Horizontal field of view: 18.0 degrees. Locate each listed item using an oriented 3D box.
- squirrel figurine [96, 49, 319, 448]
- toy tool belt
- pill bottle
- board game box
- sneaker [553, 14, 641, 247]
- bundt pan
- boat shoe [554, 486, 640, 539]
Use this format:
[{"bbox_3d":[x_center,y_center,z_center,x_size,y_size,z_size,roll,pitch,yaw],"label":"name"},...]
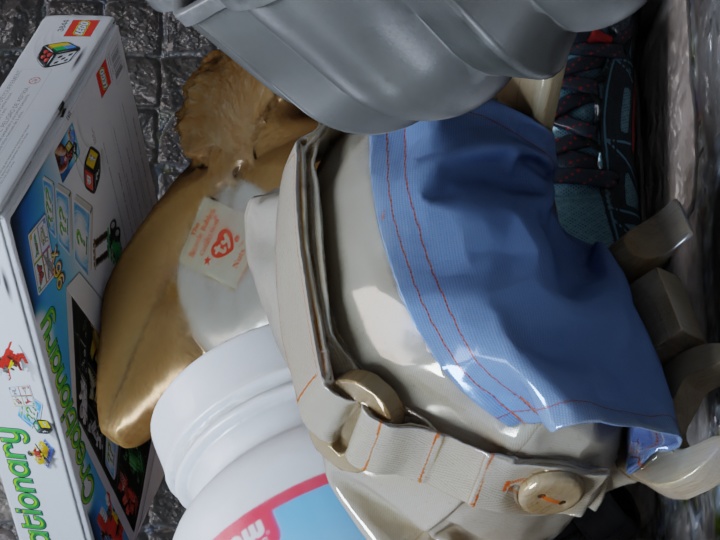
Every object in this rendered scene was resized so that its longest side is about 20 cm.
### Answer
[{"bbox_3d":[0.000,0.000,0.922,0.186,0.141,0.201,26,-129,-52],"label":"squirrel figurine"},{"bbox_3d":[0.049,0.026,0.652,0.123,0.125,0.201,-45,53,29],"label":"toy tool belt"},{"bbox_3d":[0.004,0.117,0.718,0.109,0.108,0.201,99,151,-53],"label":"pill bottle"},{"bbox_3d":[-0.112,0.017,0.897,0.127,0.034,0.201,-68,-24,-48],"label":"board game box"},{"bbox_3d":[0.058,-0.062,0.785,0.096,0.079,0.201,92,176,-48],"label":"sneaker"},{"bbox_3d":[0.038,-0.116,0.629,0.076,0.202,0.202,47,-164,-24],"label":"bundt pan"},{"bbox_3d":[0.075,0.026,0.831,0.063,0.073,0.201,-27,41,32],"label":"boat shoe"}]
